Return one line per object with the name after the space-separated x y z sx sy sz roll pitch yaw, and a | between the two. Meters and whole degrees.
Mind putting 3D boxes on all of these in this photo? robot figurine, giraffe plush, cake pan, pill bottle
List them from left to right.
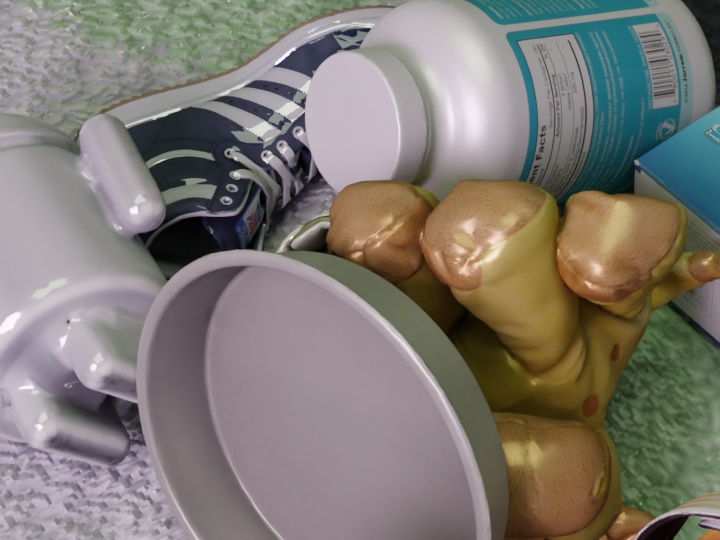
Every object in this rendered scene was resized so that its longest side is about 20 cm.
-0.162 0.003 1.091 0.170 0.113 0.200 -43 55 13 | robot figurine
-0.014 0.078 0.979 0.200 0.201 0.037 33 41 26 | cake pan
0.071 -0.082 1.098 0.200 0.111 0.111 -11 47 -39 | pill bottle
0.071 0.057 1.009 0.172 0.200 0.163 2 80 27 | giraffe plush

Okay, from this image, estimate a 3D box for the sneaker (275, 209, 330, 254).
0.000 0.000 1.098 0.067 0.090 0.200 18 54 20 | sneaker

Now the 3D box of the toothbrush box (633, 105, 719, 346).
0.254 -0.035 1.115 0.200 0.085 0.146 -34 56 -21 | toothbrush box

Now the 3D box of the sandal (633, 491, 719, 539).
0.147 0.131 0.944 0.079 0.059 0.207 -17 10 25 | sandal

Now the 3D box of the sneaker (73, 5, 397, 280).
-0.041 -0.060 1.160 0.200 0.070 0.109 -22 48 -5 | sneaker
